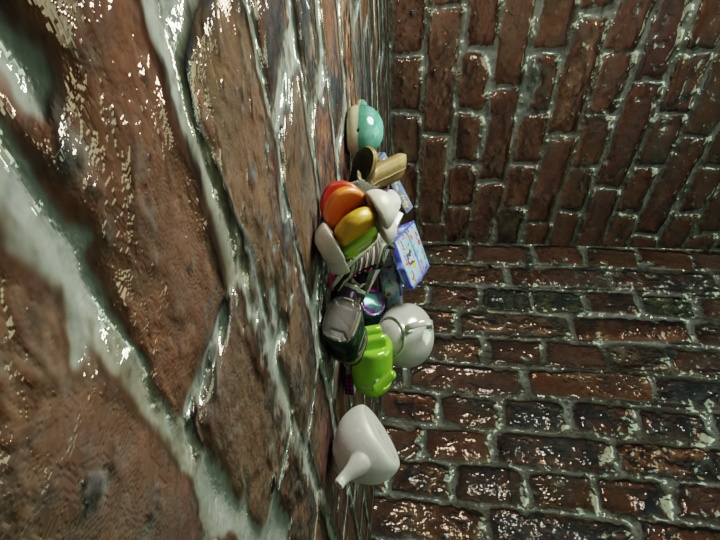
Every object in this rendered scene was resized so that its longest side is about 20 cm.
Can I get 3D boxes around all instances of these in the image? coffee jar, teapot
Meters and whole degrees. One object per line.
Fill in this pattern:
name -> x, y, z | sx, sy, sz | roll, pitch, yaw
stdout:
coffee jar -> -0.033, 0.146, 1.215 | 0.202, 0.082, 0.107 | 78, 30, -63
teapot -> 0.114, 0.192, 1.546 | 0.143, 0.195, 0.207 | 2, 113, -44
teapot -> -0.004, 0.446, 1.308 | 0.201, 0.144, 0.199 | 51, 5, -45

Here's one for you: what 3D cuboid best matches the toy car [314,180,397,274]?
toy car -> -0.023, -0.102, 1.081 | 0.152, 0.172, 0.201 | 56, -4, 16

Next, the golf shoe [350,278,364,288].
golf shoe -> 0.000, 0.000, 1.571 | 0.202, 0.072, 0.095 | 77, 19, -63

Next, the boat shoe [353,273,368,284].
boat shoe -> -0.016, -0.030, 1.419 | 0.070, 0.081, 0.203 | -107, 176, -47

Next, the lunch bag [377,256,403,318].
lunch bag -> 0.093, 0.060, 1.695 | 0.163, 0.072, 0.205 | -101, -173, -48

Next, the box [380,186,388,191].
box -> 0.030, -0.174, 1.594 | 0.133, 0.110, 0.207 | 80, 13, -63

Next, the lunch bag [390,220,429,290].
lunch bag -> 0.128, -0.039, 1.557 | 0.155, 0.091, 0.200 | 68, 20, -13

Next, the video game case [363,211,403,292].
video game case -> 0.057, -0.043, 1.381 | 0.146, 0.017, 0.202 | -62, 175, -29

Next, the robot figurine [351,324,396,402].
robot figurine -> 0.031, 0.250, 1.429 | 0.176, 0.111, 0.207 | -125, -150, -59

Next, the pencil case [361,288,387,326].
pencil case -> 0.027, 0.133, 1.645 | 0.202, 0.082, 0.095 | 105, -1, -61

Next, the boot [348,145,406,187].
boot -> 0.057, -0.290, 1.456 | 0.197, 0.067, 0.177 | -29, 162, -38

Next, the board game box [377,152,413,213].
board game box -> 0.079, -0.280, 1.682 | 0.203, 0.034, 0.134 | 59, -16, -26

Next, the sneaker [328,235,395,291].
sneaker -> 0.010, -0.020, 1.213 | 0.201, 0.088, 0.073 | -49, -161, -11

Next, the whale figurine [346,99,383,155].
whale figurine -> 0.017, -0.386, 1.461 | 0.200, 0.099, 0.166 | -59, 150, -75

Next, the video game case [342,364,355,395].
video game case -> -0.025, 0.222, 1.546 | 0.184, 0.034, 0.206 | -79, 169, -55

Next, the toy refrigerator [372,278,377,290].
toy refrigerator -> 0.017, -0.006, 1.705 | 0.070, 0.073, 0.208 | -68, 158, -72

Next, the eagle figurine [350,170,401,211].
eagle figurine -> 0.005, -0.142, 1.297 | 0.153, 0.150, 0.201 | -53, -177, 22

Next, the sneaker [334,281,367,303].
sneaker -> -0.036, 0.079, 1.347 | 0.200, 0.073, 0.091 | 42, 64, -77
